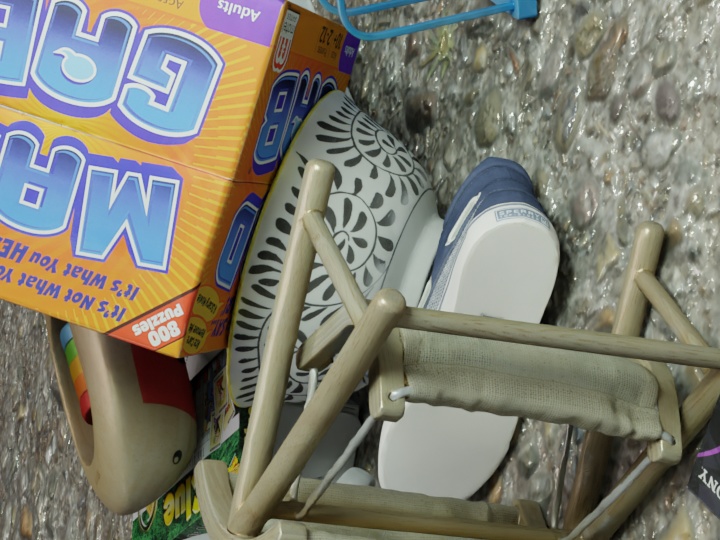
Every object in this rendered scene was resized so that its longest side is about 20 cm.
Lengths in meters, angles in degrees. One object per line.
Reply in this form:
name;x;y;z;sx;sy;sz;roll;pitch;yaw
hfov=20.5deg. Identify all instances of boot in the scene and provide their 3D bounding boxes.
boot;0.061;0.038;1.133;0.090;0.073;0.200;-95;25;-62

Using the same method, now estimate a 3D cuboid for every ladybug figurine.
ladybug figurine;-0.158;0.062;1.307;0.136;0.072;0.200;115;140;-59

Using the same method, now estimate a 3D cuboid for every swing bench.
swing bench;0.049;0.075;0.962;0.130;0.198;0.200;-117;42;-54

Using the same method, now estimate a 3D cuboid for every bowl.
bowl;0.000;0.000;1.195;0.201;0.094;0.201;17;-90;-79

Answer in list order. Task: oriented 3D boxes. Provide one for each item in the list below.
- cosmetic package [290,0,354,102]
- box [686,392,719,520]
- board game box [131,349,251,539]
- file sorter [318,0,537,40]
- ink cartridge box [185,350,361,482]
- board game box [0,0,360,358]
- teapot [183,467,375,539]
cosmetic package;-0.119;-0.100;1.387;0.200;0.165;0.165;-11;103;66
box;0.208;0.036;0.814;0.143;0.036;0.201;-132;53;-61
board game box;-0.110;0.126;1.326;0.200;0.023;0.105;-43;45;54
file sorter;0.010;-0.236;1.207;0.200;0.122;0.139;-128;28;-60
ink cartridge box;-0.084;0.136;1.394;0.200;0.083;0.147;-156;76;-66
board game box;-0.139;-0.079;1.153;0.200;0.199;0.200;-5;-68;-78
teapot;-0.065;0.236;1.240;0.146;0.199;0.198;-46;-59;-62
